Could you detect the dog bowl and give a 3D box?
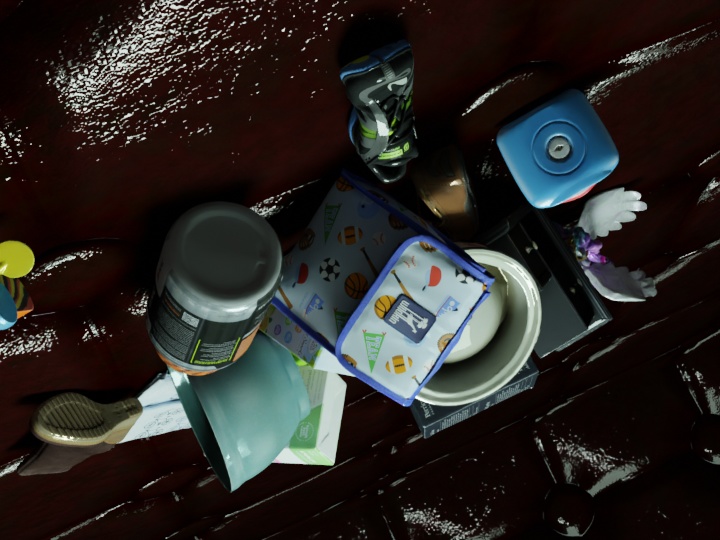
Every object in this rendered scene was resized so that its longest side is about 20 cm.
[{"bbox_3d":[0.108,0.053,1.393,0.198,0.074,0.202,-7,115,-15],"label":"dog bowl"}]

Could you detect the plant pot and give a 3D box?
[{"bbox_3d":[-0.144,0.152,1.472,0.133,0.202,0.201,-25,162,-17],"label":"plant pot"}]

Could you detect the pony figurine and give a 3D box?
[{"bbox_3d":[0.320,-0.021,1.740,0.191,0.169,0.200,-8,171,-26],"label":"pony figurine"}]

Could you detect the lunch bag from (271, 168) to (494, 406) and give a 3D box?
[{"bbox_3d":[0.023,0.019,1.252,0.171,0.200,0.124,-55,156,10],"label":"lunch bag"}]

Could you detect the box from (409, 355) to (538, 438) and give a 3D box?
[{"bbox_3d":[0.129,0.107,1.704,0.181,0.201,0.104,-26,163,-3],"label":"box"}]

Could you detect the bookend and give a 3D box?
[{"bbox_3d":[0.221,0.022,1.520,0.092,0.200,0.200,-33,179,22],"label":"bookend"}]

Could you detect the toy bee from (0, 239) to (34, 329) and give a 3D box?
[{"bbox_3d":[-0.340,0.011,1.012,0.130,0.110,0.200,-30,-172,-13],"label":"toy bee"}]

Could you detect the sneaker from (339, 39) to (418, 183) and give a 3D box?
[{"bbox_3d":[0.026,-0.142,1.085,0.070,0.083,0.200,-24,161,-8],"label":"sneaker"}]

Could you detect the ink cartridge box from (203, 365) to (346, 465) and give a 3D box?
[{"bbox_3d":[-0.127,0.190,1.585,0.198,0.118,0.067,-2,154,23],"label":"ink cartridge box"}]

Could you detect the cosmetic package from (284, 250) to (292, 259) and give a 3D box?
[{"bbox_3d":[0.000,0.000,1.448,0.101,0.072,0.199,-35,160,21],"label":"cosmetic package"}]

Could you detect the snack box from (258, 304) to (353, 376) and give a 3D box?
[{"bbox_3d":[-0.024,0.083,1.467,0.199,0.142,0.053,16,100,-47],"label":"snack box"}]

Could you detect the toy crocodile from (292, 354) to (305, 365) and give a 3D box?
[{"bbox_3d":[-0.092,0.089,1.597,0.067,0.062,0.200,-24,157,-5],"label":"toy crocodile"}]

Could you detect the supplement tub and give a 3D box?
[{"bbox_3d":[-0.156,0.027,1.230,0.121,0.123,0.200,-17,159,-26],"label":"supplement tub"}]

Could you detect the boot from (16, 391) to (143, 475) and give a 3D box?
[{"bbox_3d":[-0.387,0.224,1.527,0.166,0.073,0.199,-37,163,22],"label":"boot"}]

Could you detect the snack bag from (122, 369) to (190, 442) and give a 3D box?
[{"bbox_3d":[-0.260,0.188,1.684,0.187,0.022,0.200,-3,151,-49],"label":"snack bag"}]

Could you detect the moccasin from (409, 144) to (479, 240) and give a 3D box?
[{"bbox_3d":[0.093,-0.079,1.365,0.077,0.075,0.201,-14,166,8],"label":"moccasin"}]

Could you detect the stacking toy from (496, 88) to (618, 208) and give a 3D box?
[{"bbox_3d":[0.228,-0.125,1.406,0.115,0.111,0.200,-29,173,2],"label":"stacking toy"}]
